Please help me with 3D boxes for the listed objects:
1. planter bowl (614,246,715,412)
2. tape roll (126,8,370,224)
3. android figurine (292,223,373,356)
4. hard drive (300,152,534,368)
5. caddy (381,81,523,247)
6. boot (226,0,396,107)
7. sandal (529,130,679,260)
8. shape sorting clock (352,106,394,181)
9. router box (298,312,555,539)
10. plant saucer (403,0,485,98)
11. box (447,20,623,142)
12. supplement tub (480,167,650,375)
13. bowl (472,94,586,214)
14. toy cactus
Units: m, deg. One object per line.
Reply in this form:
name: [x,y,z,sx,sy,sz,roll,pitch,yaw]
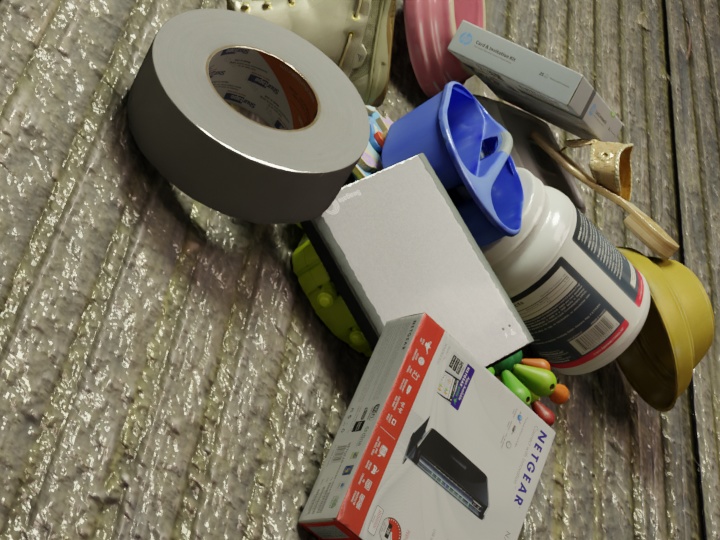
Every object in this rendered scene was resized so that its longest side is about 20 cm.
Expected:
planter bowl: [0.338,0.050,1.911,0.200,0.083,0.201,159,-90,-78]
tape roll: [-0.095,-0.132,1.451,0.200,0.066,0.200,20,40,-18]
android figurine: [0.000,0.000,1.573,0.182,0.041,0.200,51,26,-13]
hard drive: [0.048,0.007,1.508,0.140,0.033,0.200,-25,80,-32]
caddy: [0.100,-0.100,1.646,0.141,0.105,0.200,56,20,-18]
boot: [-0.047,-0.256,1.590,0.072,0.155,0.200,-157,-110,-80]
sandal: [0.288,-0.107,1.900,0.212,0.070,0.078,46,14,20]
shape sorting clock: [0.014,-0.123,1.684,0.200,0.039,0.200,49,14,-17]
router box: [0.060,0.167,1.398,0.179,0.049,0.200,41,56,-28]
plant saucer: [0.100,-0.295,1.941,0.201,0.051,0.201,-1,90,-70]
box: [0.199,-0.204,1.909,0.156,0.041,0.200,29,0,24]
supplement tub: [0.193,0.002,1.776,0.200,0.140,0.140,43,30,-27]
bowl: [0.178,-0.113,1.950,0.200,0.075,0.200,15,47,-54]
toy cactus: [0.118,0.072,1.636,0.200,0.102,0.165,26,36,-52]
